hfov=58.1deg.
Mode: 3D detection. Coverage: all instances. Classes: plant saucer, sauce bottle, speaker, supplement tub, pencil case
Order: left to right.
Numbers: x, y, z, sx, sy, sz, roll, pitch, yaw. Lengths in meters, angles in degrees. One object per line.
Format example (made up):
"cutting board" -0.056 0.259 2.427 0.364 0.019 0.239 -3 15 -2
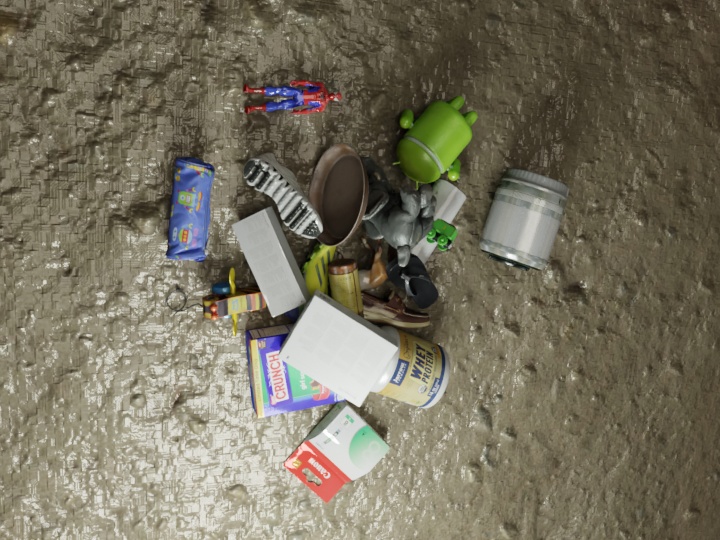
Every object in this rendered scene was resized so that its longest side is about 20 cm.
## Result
"pencil case" -0.324 -0.114 1.246 0.085 0.078 0.205 9 99 9
"plant saucer" -0.041 -0.149 1.284 0.032 0.199 0.205 4 100 -37
"sauce bottle" -0.026 0.079 1.333 0.065 0.066 0.205 -11 105 -17
"supplement tub" 0.083 0.207 1.422 0.197 0.144 0.147 21 93 -22
"speaker" 0.146 -0.097 1.418 0.081 0.081 0.202 33 88 -22

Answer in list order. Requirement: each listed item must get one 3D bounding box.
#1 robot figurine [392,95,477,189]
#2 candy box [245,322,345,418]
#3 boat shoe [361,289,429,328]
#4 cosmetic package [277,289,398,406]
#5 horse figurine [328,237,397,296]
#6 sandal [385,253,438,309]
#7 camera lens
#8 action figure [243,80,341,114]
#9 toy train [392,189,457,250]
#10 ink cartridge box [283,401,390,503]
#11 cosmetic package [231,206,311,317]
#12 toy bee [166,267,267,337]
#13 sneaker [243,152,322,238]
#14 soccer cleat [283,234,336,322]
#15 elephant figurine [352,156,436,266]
"robot figurine" 0.156 -0.272 1.365 0.175 0.116 0.201 42 84 -14
"candy box" -0.138 0.203 1.378 0.196 0.077 0.173 -8 102 -17
"boat shoe" 0.068 0.079 1.433 0.196 0.072 0.074 12 96 -14
"cosmetic package" -0.045 0.156 1.296 0.198 0.052 0.152 32 101 -7
"horse figurine" 0.000 0.000 1.374 0.196 0.050 0.135 -21 82 4
"sandal" 0.121 0.026 1.381 0.076 0.043 0.200 -41 139 7
"camera lens" 0.363 -0.109 1.450 0.157 0.160 0.204 16 95 -21
"action figure" -0.131 -0.343 1.289 0.196 0.052 0.067 -8 100 -20
"toy train" 0.117 -0.112 1.368 0.198 0.042 0.057 34 79 20
"ink cartridge box" -0.052 0.420 1.470 0.200 0.050 0.161 -47 112 -8
"cosmetic package" -0.176 -0.018 1.301 0.081 0.051 0.203 -21 97 17
"toy bee" -0.272 0.075 1.289 0.197 0.109 0.133 -27 110 -13
"sneaker" -0.141 -0.154 1.290 0.075 0.081 0.201 -35 101 33
"soccer cleat" -0.093 0.020 1.356 0.083 0.065 0.203 28 101 -9
"elephant figurine" 0.045 -0.127 1.314 0.155 0.197 0.144 -38 138 -46
